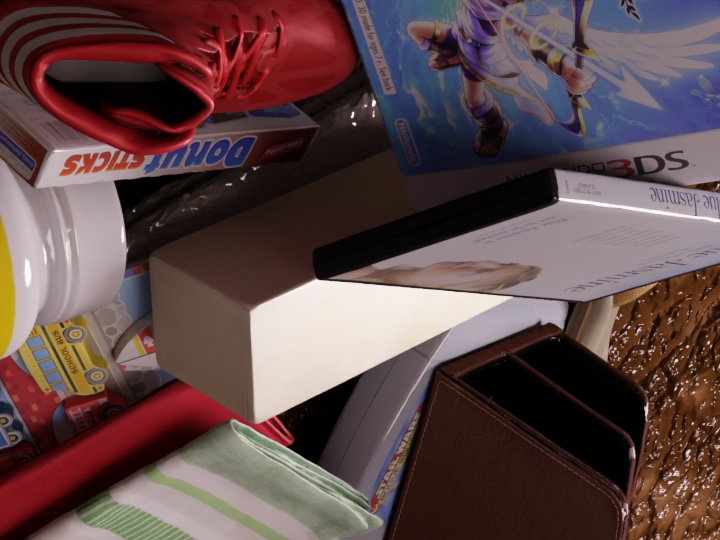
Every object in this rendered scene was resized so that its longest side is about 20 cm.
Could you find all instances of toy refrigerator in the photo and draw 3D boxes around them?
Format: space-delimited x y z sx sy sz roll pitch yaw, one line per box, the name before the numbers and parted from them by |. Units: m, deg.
toy refrigerator | 0.000 0.000 1.224 0.200 0.076 0.070 -25 127 -36

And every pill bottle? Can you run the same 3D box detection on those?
pill bottle | -0.212 -0.003 1.117 0.200 0.114 0.115 -17 127 -30

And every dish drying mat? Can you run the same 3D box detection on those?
dish drying mat | -0.137 0.109 1.262 0.200 0.018 0.077 -29 135 12

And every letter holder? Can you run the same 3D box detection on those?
letter holder | 0.099 0.157 1.390 0.100 0.142 0.200 -20 134 -45

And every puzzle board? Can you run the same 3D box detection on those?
puzzle board | -0.126 0.083 1.264 0.150 0.017 0.200 -17 133 5

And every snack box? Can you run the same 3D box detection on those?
snack box | -0.101 -0.073 1.147 0.200 0.072 0.024 -10 135 -56

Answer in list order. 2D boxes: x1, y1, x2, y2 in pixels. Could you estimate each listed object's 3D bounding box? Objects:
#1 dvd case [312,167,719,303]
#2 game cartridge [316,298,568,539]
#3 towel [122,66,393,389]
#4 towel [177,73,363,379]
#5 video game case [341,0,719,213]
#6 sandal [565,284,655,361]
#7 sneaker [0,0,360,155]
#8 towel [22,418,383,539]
dvd case | 0.095 -0.013 1.162 0.200 0.142 0.018 5 72 -47
game cartridge | 0.034 0.093 1.410 0.133 0.041 0.200 -1 120 -59
towel | -0.034 -0.015 1.276 0.200 0.034 0.133 -33 133 -18
towel | -0.015 -0.026 1.325 0.200 0.024 0.147 26 99 -45
video game case | 0.085 -0.123 1.100 0.181 0.045 0.200 -9 122 19
sandal | 0.156 -0.009 1.430 0.080 0.054 0.200 -49 154 -57
sneaker | -0.067 -0.079 1.064 0.200 0.116 0.079 -3 122 -33
towel | -0.105 0.150 1.293 0.200 0.023 0.152 -30 146 18
